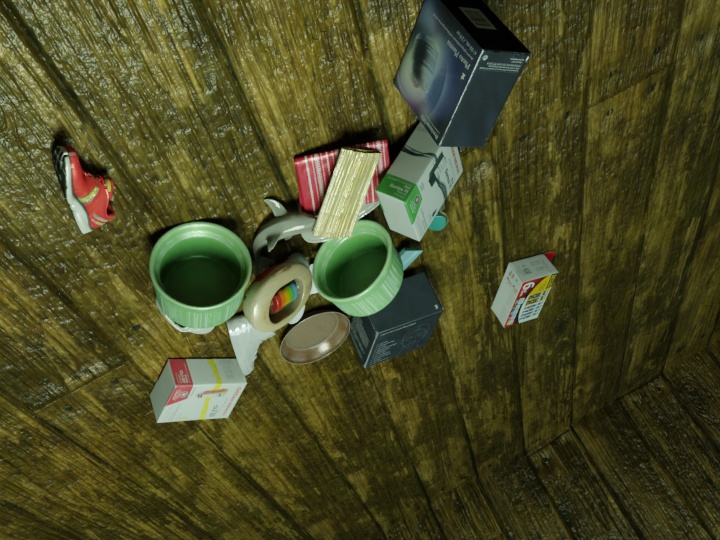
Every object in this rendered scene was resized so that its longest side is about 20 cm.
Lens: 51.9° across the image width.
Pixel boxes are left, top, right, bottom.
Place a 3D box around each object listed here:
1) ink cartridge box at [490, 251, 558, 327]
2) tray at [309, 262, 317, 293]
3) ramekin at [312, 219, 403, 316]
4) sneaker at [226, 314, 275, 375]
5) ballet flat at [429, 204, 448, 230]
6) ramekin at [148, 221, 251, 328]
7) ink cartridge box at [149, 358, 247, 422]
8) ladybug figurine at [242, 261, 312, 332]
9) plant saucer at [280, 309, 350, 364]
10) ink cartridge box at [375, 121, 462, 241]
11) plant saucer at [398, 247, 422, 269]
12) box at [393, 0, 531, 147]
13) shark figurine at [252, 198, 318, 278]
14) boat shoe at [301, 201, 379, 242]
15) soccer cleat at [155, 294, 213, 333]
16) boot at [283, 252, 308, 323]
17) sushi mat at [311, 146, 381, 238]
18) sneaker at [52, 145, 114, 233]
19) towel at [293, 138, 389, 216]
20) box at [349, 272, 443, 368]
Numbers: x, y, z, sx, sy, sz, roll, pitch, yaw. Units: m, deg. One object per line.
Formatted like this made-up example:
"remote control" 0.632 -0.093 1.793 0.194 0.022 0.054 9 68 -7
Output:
"ink cartridge box" 0.501 0.055 2.193 0.171 0.085 0.203 -14 141 -22
"tray" -0.035 -0.012 1.776 0.195 0.022 0.109 -18 143 -18
"ramekin" 0.000 0.000 1.639 0.198 0.202 0.098 -35 138 7
"sneaker" -0.253 0.174 1.796 0.113 0.075 0.203 -18 142 -11
"ballet flat" 0.169 -0.151 1.718 0.070 0.072 0.200 -33 160 4
"ramekin" -0.315 0.014 1.459 0.195 0.203 0.099 -13 150 -22
"ink cartridge box" -0.398 0.294 1.824 0.196 0.084 0.147 4 132 -39
"ladybug figurine" -0.175 0.048 1.538 0.199 0.071 0.139 -30 133 -49
"plant saucer" -0.121 0.164 1.912 0.196 0.037 0.203 -20 144 -15
"ink cartridge box" 0.127 -0.190 1.550 0.202 0.082 0.147 -58 150 -18
"plant saucer" 0.072 0.007 1.853 0.069 0.019 0.200 -5 146 -49
"box" 0.176 -0.365 1.350 0.120 0.202 0.201 -6 138 -30
"shark figurine" -0.187 -0.056 1.545 0.127 0.091 0.213 33 127 -26
"boat shoe" -0.040 -0.124 1.599 0.198 0.075 0.060 -35 -178 -1
"soccer cleat" -0.378 0.108 1.614 0.069 0.087 0.200 -33 145 6
"boot" -0.175 0.058 1.690 0.095 0.072 0.204 -38 148 -44
"sushi mat" -0.029 -0.153 1.497 0.094 0.012 0.204 1 124 -34
"sneaker" -0.467 -0.148 1.265 0.083 0.078 0.202 -23 155 -18
"towel" -0.034 -0.189 1.515 0.194 0.023 0.147 -12 132 -5
"box" 0.087 0.130 1.922 0.195 0.126 0.198 -17 154 -21
